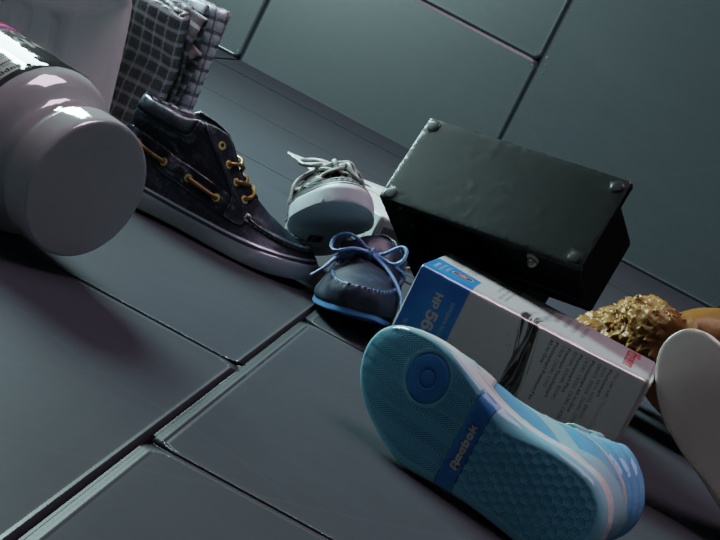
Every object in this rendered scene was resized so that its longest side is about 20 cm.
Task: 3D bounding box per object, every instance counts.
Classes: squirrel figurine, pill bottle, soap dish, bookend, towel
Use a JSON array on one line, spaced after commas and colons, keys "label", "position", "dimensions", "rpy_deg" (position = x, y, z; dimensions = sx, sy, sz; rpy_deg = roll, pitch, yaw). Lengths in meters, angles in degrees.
[{"label": "squirrel figurine", "position": [0.283, 0.077, 1.786], "dimensions": [0.199, 0.142, 0.187], "rpy_deg": [27, 2, -22]}, {"label": "pill bottle", "position": [-0.236, -0.094, 1.235], "dimensions": [0.200, 0.117, 0.116], "rpy_deg": [34, 11, 38]}, {"label": "soap dish", "position": [-0.287, -0.192, 1.570], "dimensions": [0.081, 0.159, 0.200], "rpy_deg": [13, 0, 31]}, {"label": "bookend", "position": [0.142, -0.013, 1.614], "dimensions": [0.198, 0.092, 0.200], "rpy_deg": [21, -26, 29]}, {"label": "towel", "position": [-0.239, -0.201, 1.707], "dimensions": [0.199, 0.167, 0.085], "rpy_deg": [29, 12, 18]}]

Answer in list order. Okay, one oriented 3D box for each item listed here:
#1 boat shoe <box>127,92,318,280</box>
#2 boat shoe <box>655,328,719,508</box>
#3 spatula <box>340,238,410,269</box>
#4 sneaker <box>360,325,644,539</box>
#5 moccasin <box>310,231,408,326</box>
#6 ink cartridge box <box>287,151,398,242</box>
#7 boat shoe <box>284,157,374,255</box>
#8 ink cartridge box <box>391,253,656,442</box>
[{"label": "boat shoe", "position": [-0.112, -0.068, 1.549], "dimensions": [0.199, 0.091, 0.071], "rpy_deg": [26, 8, -10]}, {"label": "boat shoe", "position": [0.291, 0.141, 1.444], "dimensions": [0.201, 0.074, 0.093], "rpy_deg": [67, 13, 11]}, {"label": "spatula", "position": [0.033, -0.009, 1.883], "dimensions": [0.199, 0.021, 0.056], "rpy_deg": [23, -3, -16]}, {"label": "sneaker", "position": [0.095, 0.110, 1.185], "dimensions": [0.200, 0.080, 0.130], "rpy_deg": [43, 16, 26]}, {"label": "moccasin", "position": [0.000, 0.000, 1.549], "dimensions": [0.080, 0.069, 0.200], "rpy_deg": [19, 6, -4]}, {"label": "ink cartridge box", "position": [0.024, -0.057, 2.079], "dimensions": [0.199, 0.044, 0.173], "rpy_deg": [18, 12, -48]}, {"label": "boat shoe", "position": [-0.027, -0.063, 1.627], "dimensions": [0.073, 0.069, 0.199], "rpy_deg": [7, -11, -5]}, {"label": "ink cartridge box", "position": [0.130, 0.070, 1.497], "dimensions": [0.199, 0.085, 0.146], "rpy_deg": [29, 8, 9]}]
